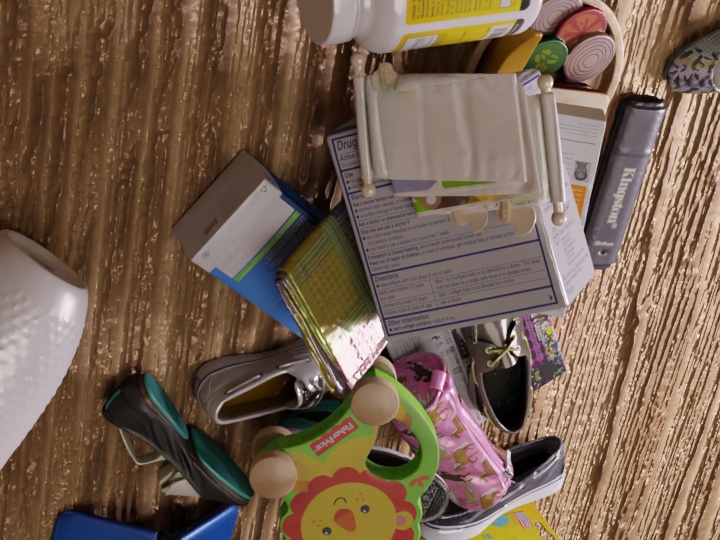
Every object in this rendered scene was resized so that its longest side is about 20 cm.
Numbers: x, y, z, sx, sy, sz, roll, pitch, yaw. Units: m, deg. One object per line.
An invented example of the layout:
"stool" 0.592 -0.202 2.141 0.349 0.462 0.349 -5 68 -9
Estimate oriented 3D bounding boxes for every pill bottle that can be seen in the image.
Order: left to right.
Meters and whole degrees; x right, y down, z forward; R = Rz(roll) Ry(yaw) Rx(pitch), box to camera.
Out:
"pill bottle" 0.050 -0.249 1.354 0.198 0.113 0.114 -11 127 -23

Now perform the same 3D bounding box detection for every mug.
"mug" -0.339 0.046 1.339 0.199 0.148 0.176 37 93 -11

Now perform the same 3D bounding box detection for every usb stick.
"usb stick" 0.270 -0.091 1.644 0.055 0.033 0.202 -4 124 -28

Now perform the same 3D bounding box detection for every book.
"book" 0.148 -0.063 1.490 0.132 0.048 0.202 9 117 -1

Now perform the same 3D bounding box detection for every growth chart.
"growth chart" 0.081 -0.106 1.333 0.018 0.198 0.147 -34 127 -61

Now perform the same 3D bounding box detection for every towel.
"towel" 0.000 0.000 1.476 0.200 0.023 0.144 -52 125 -36

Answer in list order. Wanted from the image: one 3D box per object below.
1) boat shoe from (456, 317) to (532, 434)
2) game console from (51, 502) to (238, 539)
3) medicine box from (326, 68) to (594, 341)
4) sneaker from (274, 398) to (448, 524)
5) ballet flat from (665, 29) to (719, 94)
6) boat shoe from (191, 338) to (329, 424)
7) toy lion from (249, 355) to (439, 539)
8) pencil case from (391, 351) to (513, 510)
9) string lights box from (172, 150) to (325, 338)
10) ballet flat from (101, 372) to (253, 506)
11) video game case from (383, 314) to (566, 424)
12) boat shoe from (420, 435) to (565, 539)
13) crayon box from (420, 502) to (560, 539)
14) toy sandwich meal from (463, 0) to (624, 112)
"boat shoe" 0.143 0.084 1.628 0.071 0.060 0.203 -22 130 -14
"game console" -0.239 0.326 1.664 0.170 0.118 0.202 -26 141 -54
"medicine box" 0.092 -0.057 1.411 0.180 0.103 0.202 -12 101 26
"sneaker" -0.005 0.195 1.629 0.198 0.121 0.084 19 107 -4
"ballet flat" 0.411 -0.221 1.608 0.198 0.072 0.073 -20 130 -15
"boat shoe" -0.066 0.112 1.574 0.198 0.070 0.072 -10 126 -23
"toy lion" -0.003 0.211 1.544 0.199 0.069 0.192 -36 110 11
"pencil case" 0.091 0.170 1.648 0.086 0.083 0.200 -32 131 5
"string lights box" -0.071 -0.014 1.489 0.103 0.059 0.200 -46 132 7
"ballet flat" -0.186 0.178 1.563 0.068 0.068 0.200 -32 122 8
"video game case" 0.119 0.079 1.677 0.180 0.036 0.201 -30 132 -6
"boat shoe" 0.149 0.243 1.787 0.198 0.072 0.068 -18 132 -20
"crayon box" 0.142 0.331 1.809 0.198 0.127 0.051 -1 123 -28
"toy sandwich meal" 0.182 -0.170 1.513 0.203 0.070 0.207 -15 128 -20
